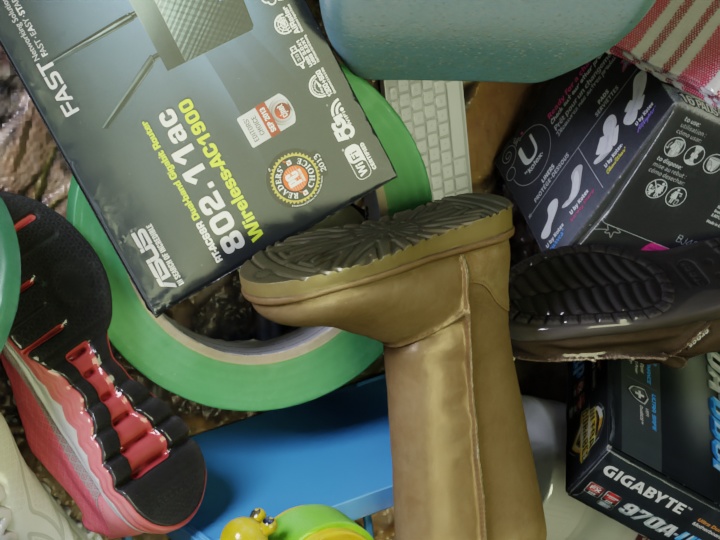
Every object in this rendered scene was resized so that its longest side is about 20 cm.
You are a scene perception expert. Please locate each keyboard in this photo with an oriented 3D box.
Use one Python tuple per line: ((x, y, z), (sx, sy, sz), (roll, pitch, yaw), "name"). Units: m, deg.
((0.035, -0.119, 1.497), (0.056, 0.011, 0.202), (-15, 109, -27), "keyboard")

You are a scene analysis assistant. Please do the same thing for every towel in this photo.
((0.173, -0.183, 1.459), (0.147, 0.199, 0.030), (-53, 144, -9), "towel")

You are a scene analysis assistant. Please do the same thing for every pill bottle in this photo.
((0.168, 0.139, 1.577), (0.199, 0.109, 0.110), (16, 93, -33), "pill bottle")

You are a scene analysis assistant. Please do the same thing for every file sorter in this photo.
((-0.023, 0.158, 1.454), (0.199, 0.139, 0.124), (-16, 112, -27), "file sorter")

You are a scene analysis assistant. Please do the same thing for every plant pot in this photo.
((0.056, -0.204, 1.326), (0.194, 0.198, 0.201), (1, 142, -12), "plant pot")

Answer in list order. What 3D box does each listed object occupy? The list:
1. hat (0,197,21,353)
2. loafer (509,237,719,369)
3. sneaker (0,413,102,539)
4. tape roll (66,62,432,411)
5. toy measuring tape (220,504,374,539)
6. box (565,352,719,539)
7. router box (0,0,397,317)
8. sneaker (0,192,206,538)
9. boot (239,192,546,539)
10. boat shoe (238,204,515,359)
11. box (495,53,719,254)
((-0.234, 0.054, 1.353), (0.199, 0.166, 0.176), (-33, 152, 3), "hat")
((0.163, 0.031, 1.453), (0.198, 0.073, 0.071), (-4, 128, -17), "loafer")
((-0.181, 0.151, 1.403), (0.081, 0.075, 0.201), (-31, 122, -32), "sneaker")
((-0.061, -0.026, 1.403), (0.199, 0.048, 0.202), (-2, 99, -11), "tape roll")
((-0.001, 0.177, 1.352), (0.200, 0.073, 0.074), (41, 80, -36), "toy measuring tape")
((0.198, 0.089, 1.522), (0.158, 0.201, 0.046), (29, 124, -15), "box")
((-0.093, -0.099, 1.330), (0.149, 0.062, 0.201), (-30, 102, -5), "router box")
((-0.164, 0.058, 1.355), (0.074, 0.087, 0.201), (-29, 91, -41), "sneaker")
((0.024, 0.075, 1.336), (0.174, 0.066, 0.202), (-14, 108, -31), "boot")
((-0.001, 0.002, 1.476), (0.200, 0.063, 0.074), (28, 99, -19), "boat shoe")
((0.204, -0.053, 1.529), (0.199, 0.115, 0.133), (19, 118, -33), "box")
